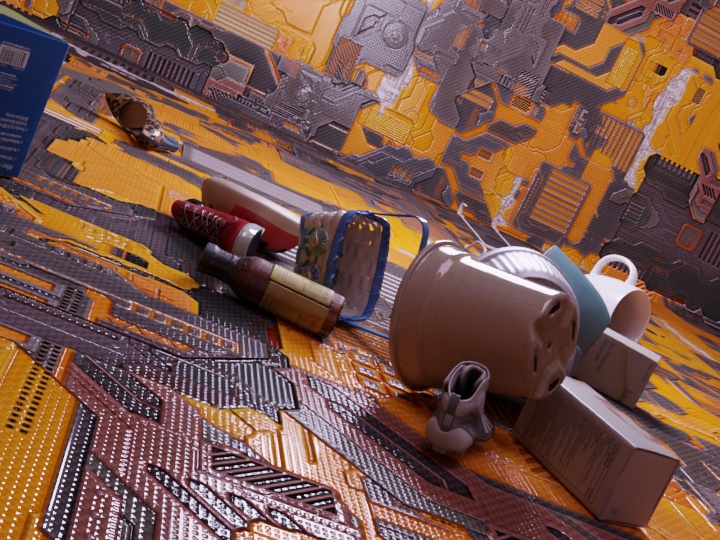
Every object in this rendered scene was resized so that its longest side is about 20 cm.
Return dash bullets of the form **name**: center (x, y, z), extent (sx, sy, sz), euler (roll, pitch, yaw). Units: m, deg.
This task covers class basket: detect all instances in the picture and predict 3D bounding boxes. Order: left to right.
- **basket**: center (0.000, 0.000, 1.501), extent (0.198, 0.178, 0.139), euler (10, 1, 29)

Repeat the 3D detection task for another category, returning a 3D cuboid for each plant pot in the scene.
- **plant pot**: center (0.165, 0.076, 1.319), extent (0.182, 0.203, 0.200), euler (13, 2, 35)
- **plant pot**: center (0.337, 0.086, 1.825), extent (0.161, 0.201, 0.200), euler (42, 15, 13)

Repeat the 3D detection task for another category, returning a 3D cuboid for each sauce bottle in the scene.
- **sauce bottle**: center (-0.120, 0.021, 1.393), extent (0.199, 0.066, 0.066), euler (27, 11, -4)

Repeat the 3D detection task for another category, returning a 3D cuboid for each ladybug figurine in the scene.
- **ladybug figurine**: center (-0.174, -0.084, 1.698), extent (0.199, 0.073, 0.136), euler (26, -3, -23)

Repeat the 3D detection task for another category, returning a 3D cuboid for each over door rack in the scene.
- **over door rack**: center (0.348, -0.081, 2.862), extent (0.147, 0.067, 0.201), euler (19, 34, -32)

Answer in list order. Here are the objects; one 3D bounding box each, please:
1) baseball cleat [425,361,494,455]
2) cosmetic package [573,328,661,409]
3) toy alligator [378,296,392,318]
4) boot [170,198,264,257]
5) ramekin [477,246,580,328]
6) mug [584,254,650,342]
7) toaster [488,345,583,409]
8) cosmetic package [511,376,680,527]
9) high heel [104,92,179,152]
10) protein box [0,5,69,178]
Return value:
- **baseball cleat**: center (0.131, 0.157, 1.230), extent (0.069, 0.107, 0.200), euler (23, 8, 12)
- **cosmetic package**: center (0.439, 0.158, 1.927), extent (0.199, 0.104, 0.073), euler (28, 12, 18)
- **toy alligator**: center (0.086, 0.086, 1.606), extent (0.199, 0.059, 0.054), euler (29, -28, 12)
- **boot**: center (-0.218, -0.060, 1.542), extent (0.143, 0.073, 0.200), euler (24, 3, -6)
- **ramekin**: center (0.245, 0.072, 1.623), extent (0.199, 0.202, 0.105), euler (23, 10, -12)
- **mug**: center (0.561, 0.061, 2.398), extent (0.147, 0.202, 0.175), euler (22, 4, -41)
- **toaster**: center (0.221, 0.133, 1.491), extent (0.128, 0.115, 0.200), euler (22, -5, -6)
- **cosmetic package**: center (0.291, 0.221, 1.314), extent (0.087, 0.104, 0.200), euler (18, 15, -30)
- **high heel**: center (-0.464, -0.312, 2.112), extent (0.199, 0.072, 0.142), euler (38, 7, 11)
- **protein box**: center (-0.524, -0.248, 1.363), extent (0.134, 0.201, 0.198), euler (31, 12, 25)
